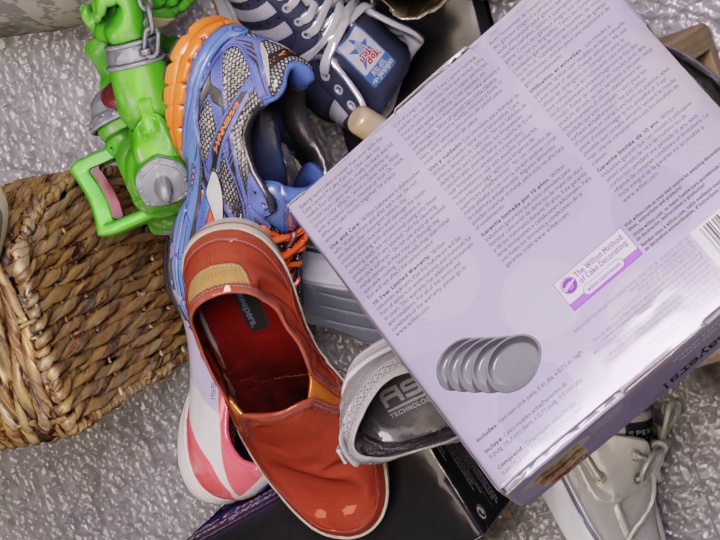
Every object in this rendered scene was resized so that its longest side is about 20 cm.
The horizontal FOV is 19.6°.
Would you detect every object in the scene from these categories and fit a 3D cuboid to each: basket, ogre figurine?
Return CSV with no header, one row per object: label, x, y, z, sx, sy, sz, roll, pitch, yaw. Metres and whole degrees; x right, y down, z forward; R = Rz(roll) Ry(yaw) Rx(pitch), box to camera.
basket,-0.206,0.020,1.254,0.148,0.200,0.144,-13,99,25
ogre figurine,-0.120,-0.085,1.192,0.200,0.098,0.121,152,106,-66

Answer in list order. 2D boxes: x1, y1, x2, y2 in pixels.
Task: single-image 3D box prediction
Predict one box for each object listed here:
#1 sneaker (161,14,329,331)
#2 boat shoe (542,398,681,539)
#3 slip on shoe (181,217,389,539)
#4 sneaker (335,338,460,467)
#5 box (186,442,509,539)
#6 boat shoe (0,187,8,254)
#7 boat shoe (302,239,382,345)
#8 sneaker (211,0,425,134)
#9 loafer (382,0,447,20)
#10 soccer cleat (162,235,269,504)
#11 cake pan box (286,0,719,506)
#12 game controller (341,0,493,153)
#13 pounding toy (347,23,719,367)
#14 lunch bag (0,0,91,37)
sneaker,-0.055,-0.032,1.106,0.078,0.075,0.201,13,120,40
boat shoe,0.149,0.102,1.208,0.086,0.075,0.203,-31,81,23
slip on shoe,-0.041,0.068,1.097,0.074,0.061,0.201,-16,120,13
sneaker,0.072,0.047,1.027,0.200,0.082,0.075,-33,104,27
box,-0.003,0.141,1.236,0.199,0.141,0.079,-31,90,25
boat shoe,-0.242,0.044,1.127,0.074,0.068,0.201,14,107,17
boat shoe,0.000,0.000,1.198,0.199,0.062,0.072,15,149,10
sneaker,-0.031,-0.147,1.120,0.108,0.200,0.070,28,71,26
loafer,0.038,-0.167,1.111,0.076,0.199,0.068,-35,65,38
soccer cleat,-0.074,0.037,1.247,0.073,0.068,0.201,-20,68,53
cake pan box,0.093,-0.023,0.973,0.200,0.052,0.184,-42,67,5
game controller,0.040,-0.085,1.223,0.104,0.042,0.201,-14,99,10
pounding toy,0.119,-0.036,1.107,0.142,0.200,0.185,-19,96,26
lunch bag,-0.197,-0.207,1.211,0.199,0.168,0.140,-7,101,24
